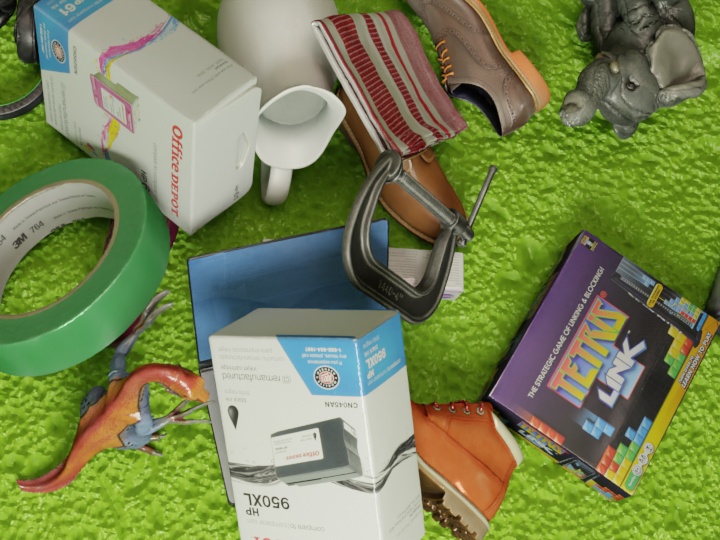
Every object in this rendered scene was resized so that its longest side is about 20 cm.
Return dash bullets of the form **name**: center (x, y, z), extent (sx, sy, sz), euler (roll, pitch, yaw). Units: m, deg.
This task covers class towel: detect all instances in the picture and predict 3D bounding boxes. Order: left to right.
- **towel**: center (0.032, -0.181, 1.115), extent (0.023, 0.200, 0.145), euler (-30, 90, 26)

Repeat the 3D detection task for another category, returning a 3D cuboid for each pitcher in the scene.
- **pitcher**: center (-0.079, -0.181, 1.122), extent (0.119, 0.173, 0.202), euler (4, 51, -20)

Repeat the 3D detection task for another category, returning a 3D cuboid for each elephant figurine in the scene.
- **elephant figurine**: center (0.275, -0.199, 1.194), extent (0.152, 0.142, 0.203), euler (4, 65, 6)

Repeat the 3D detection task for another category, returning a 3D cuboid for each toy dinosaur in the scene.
- **toy dinosaur**: center (-0.188, 0.125, 0.973), extent (0.105, 0.181, 0.201), euler (39, 74, -2)

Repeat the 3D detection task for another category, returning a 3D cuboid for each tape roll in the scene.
- **tape roll**: center (-0.262, -0.007, 1.015), extent (0.197, 0.048, 0.203), euler (-13, 49, 15)

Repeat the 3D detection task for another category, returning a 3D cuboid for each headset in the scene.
- **headset**: center (-0.331, -0.243, 1.107), extent (0.122, 0.094, 0.203), euler (21, 82, -4)

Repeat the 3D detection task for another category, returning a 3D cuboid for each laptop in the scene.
- **laptop**: center (-0.047, 0.083, 1.051), extent (0.184, 0.116, 0.203), euler (-12, 76, -13)

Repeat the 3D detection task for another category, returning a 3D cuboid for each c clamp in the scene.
- **c clamp**: center (0.049, -0.043, 1.054), extent (0.027, 0.199, 0.174), euler (13, 83, 35)

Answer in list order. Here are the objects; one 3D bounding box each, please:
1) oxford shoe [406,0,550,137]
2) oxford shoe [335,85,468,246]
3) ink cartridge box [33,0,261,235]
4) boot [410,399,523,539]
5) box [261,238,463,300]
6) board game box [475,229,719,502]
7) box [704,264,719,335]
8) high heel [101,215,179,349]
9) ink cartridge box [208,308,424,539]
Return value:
- **oxford shoe**: center (0.103, -0.225, 1.199), extent (0.073, 0.071, 0.200), euler (-42, 85, -14)
- **oxford shoe**: center (0.041, -0.110, 1.151), extent (0.071, 0.071, 0.201), euler (-34, 84, -20)
- **ink cartridge box**: center (-0.190, -0.150, 1.048), extent (0.199, 0.146, 0.085), euler (35, 55, 18)
- **boot**: center (0.065, 0.141, 1.062), extent (0.200, 0.075, 0.108), euler (47, 69, -18)
- **box**: center (0.000, 0.000, 1.125), extent (0.196, 0.039, 0.042), euler (3, 73, -10)
- **board game box**: center (0.229, 0.090, 1.134), extent (0.164, 0.057, 0.201), euler (33, 70, -1)
- **box**: center (0.447, -0.031, 1.135), extent (0.122, 0.200, 0.201), euler (26, 70, -3)
- **high heel**: center (-0.204, -0.033, 1.065), extent (0.066, 0.096, 0.203), euler (17, 71, -5)
- **ink cartridge box**: center (-0.034, 0.140, 0.979), extent (0.142, 0.084, 0.204), euler (-1, 104, 28)
